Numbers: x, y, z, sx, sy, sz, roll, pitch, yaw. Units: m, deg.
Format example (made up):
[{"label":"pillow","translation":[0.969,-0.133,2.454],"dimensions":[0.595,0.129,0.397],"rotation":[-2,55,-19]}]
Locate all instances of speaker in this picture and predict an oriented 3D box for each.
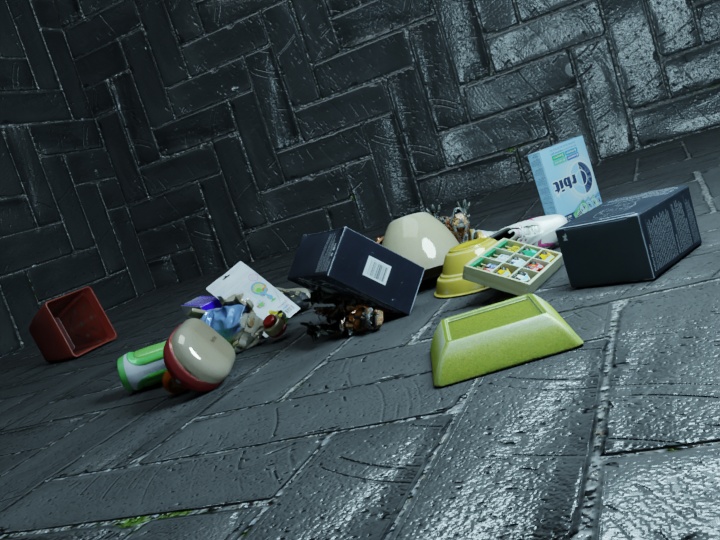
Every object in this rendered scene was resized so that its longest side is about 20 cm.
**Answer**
[{"label":"speaker","translation":[-0.402,0.187,1.585],"dimensions":[0.199,0.089,0.088],"rotation":[-19,7,-4]}]

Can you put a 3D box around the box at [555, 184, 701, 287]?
[{"label":"box","translation":[0.447,-0.058,1.253],"dimensions":[0.200,0.107,0.148],"rotation":[-24,10,-42]}]

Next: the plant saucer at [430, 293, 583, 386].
[{"label":"plant saucer","translation":[0.189,0.086,1.056],"dimensions":[0.199,0.048,0.200],"rotation":[-18,8,6]}]

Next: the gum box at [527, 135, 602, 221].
[{"label":"gum box","translation":[0.518,-0.220,1.896],"dimensions":[0.170,0.201,0.045],"rotation":[-22,8,-32]}]

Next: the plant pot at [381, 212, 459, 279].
[{"label":"plant pot","translation":[0.127,-0.054,1.705],"dimensions":[0.200,0.135,0.200],"rotation":[-16,-8,-2]}]

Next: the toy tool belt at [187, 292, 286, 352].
[{"label":"toy tool belt","translation":[-0.273,0.109,1.642],"dimensions":[0.200,0.123,0.125],"rotation":[-13,43,30]}]

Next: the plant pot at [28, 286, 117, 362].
[{"label":"plant pot","translation":[-0.980,0.198,2.524],"dimensions":[0.176,0.200,0.200],"rotation":[-27,2,29]}]

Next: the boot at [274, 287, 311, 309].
[{"label":"boot","translation":[-0.233,0.096,1.897],"dimensions":[0.200,0.073,0.151],"rotation":[-4,14,31]}]

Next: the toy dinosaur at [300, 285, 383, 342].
[{"label":"toy dinosaur","translation":[-0.039,0.093,1.477],"dimensions":[0.135,0.102,0.200],"rotation":[4,-21,-33]}]

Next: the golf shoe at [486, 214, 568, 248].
[{"label":"golf shoe","translation":[0.355,-0.070,1.632],"dimensions":[0.200,0.073,0.092],"rotation":[-23,-13,8]}]

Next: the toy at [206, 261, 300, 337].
[{"label":"toy","translation":[-0.253,0.076,1.782],"dimensions":[0.200,0.047,0.115],"rotation":[34,56,22]}]

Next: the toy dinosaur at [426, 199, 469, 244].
[{"label":"toy dinosaur","translation":[0.216,-0.089,1.802],"dimensions":[0.102,0.136,0.200],"rotation":[2,-34,-22]}]

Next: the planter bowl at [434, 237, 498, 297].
[{"label":"planter bowl","translation":[0.235,-0.016,1.550],"dimensions":[0.200,0.084,0.200],"rotation":[-18,8,3]}]

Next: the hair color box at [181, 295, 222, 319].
[{"label":"hair color box","translation":[-0.375,0.124,1.872],"dimensions":[0.065,0.110,0.200],"rotation":[-27,10,-23]}]

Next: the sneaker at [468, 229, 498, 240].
[{"label":"sneaker","translation":[0.305,-0.059,1.814],"dimensions":[0.087,0.076,0.200],"rotation":[4,5,-2]}]

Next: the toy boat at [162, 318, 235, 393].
[{"label":"toy boat","translation":[-0.322,0.179,1.427],"dimensions":[0.131,0.130,0.200],"rotation":[-48,6,2]}]

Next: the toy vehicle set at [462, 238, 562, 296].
[{"label":"toy vehicle set","translation":[0.284,-0.009,1.392],"dimensions":[0.124,0.027,0.200],"rotation":[17,25,26]}]

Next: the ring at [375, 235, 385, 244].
[{"label":"ring","translation":[0.000,0.000,1.764],"dimensions":[0.201,0.019,0.200],"rotation":[-53,-8,-11]}]

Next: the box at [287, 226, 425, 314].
[{"label":"box","translation":[-0.011,0.007,1.506],"dimensions":[0.200,0.104,0.182],"rotation":[26,-14,-26]}]
